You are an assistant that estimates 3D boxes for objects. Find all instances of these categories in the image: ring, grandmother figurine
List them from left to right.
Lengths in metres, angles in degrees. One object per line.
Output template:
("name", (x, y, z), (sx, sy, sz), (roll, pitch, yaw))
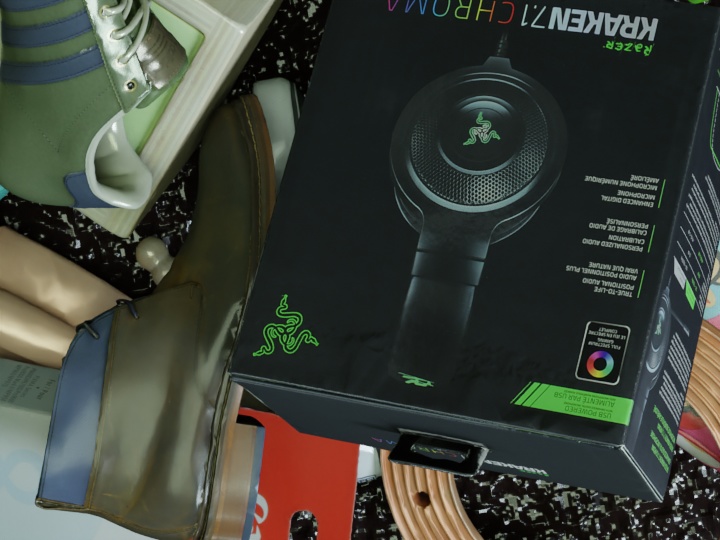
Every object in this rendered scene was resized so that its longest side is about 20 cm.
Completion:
("grandmother figurine", (-0.113, 0.047, 0.996), (0.199, 0.061, 0.122), (25, 108, 2))
("ring", (0.105, 0.093, 0.945), (0.198, 0.019, 0.202), (8, 118, 16))

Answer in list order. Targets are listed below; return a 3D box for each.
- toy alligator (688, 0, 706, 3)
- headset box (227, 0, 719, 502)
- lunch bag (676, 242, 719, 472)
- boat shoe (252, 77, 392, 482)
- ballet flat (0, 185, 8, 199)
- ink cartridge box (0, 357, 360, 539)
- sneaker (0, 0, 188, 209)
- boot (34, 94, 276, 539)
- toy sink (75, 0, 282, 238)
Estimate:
("toy alligator", (0.138, -0.161, 0.944), (0.054, 0.059, 0.201), (-31, 83, 48))
("headset box", (0.055, -0.010, 0.862), (0.173, 0.093, 0.202), (10, 74, 22))
("lunch bag", (0.173, -0.010, 0.962), (0.199, 0.082, 0.177), (35, 95, -4))
("boat shoe", (0.000, 0.001, 0.974), (0.067, 0.074, 0.201), (-16, 99, 0))
("ballet flat", (-0.243, -0.011, 0.965), (0.200, 0.067, 0.064), (-38, 90, 31))
("ink cartridge box", (-0.107, 0.135, 0.980), (0.198, 0.047, 0.161), (11, 118, 10))
("sneaker", (-0.108, -0.105, 0.822), (0.089, 0.067, 0.201), (18, 131, 3))
("boot", (-0.089, 0.019, 0.905), (0.096, 0.075, 0.202), (4, 83, -9))
("toy sink", (-0.145, -0.133, 0.919), (0.199, 0.112, 0.131), (34, 125, -2))
